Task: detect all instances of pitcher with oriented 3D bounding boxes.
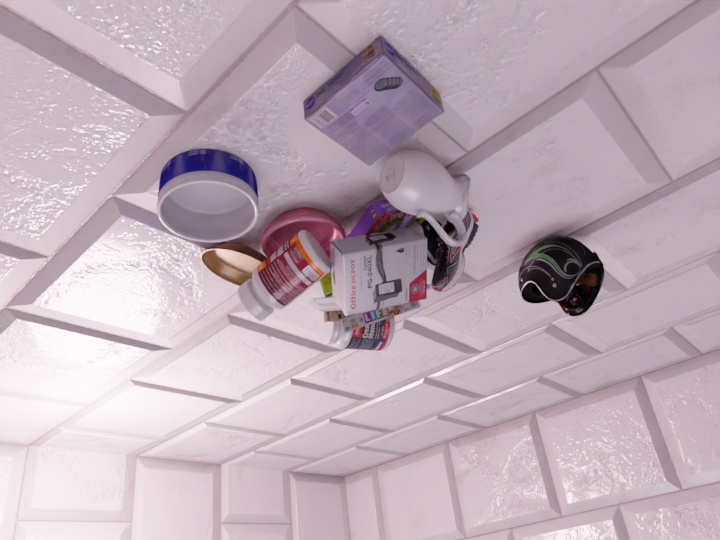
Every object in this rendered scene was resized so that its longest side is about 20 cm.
[{"bbox_3d":[0.139,-0.145,1.174,0.196,0.176,0.120,15,149,-36],"label":"pitcher"}]

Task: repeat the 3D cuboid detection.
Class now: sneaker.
[{"bbox_3d":[0.172,-0.076,1.398,0.082,0.072,0.199,-41,153,10],"label":"sneaker"},{"bbox_3d":[0.207,-0.050,1.366,0.074,0.205,0.080,20,178,-38],"label":"sneaker"}]

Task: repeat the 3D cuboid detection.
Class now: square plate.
[{"bbox_3d":[-0.026,0.078,1.416,0.192,0.029,0.200,-5,174,-8],"label":"square plate"}]

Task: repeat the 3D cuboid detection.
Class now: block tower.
[{"bbox_3d":[-0.001,0.107,1.568,0.194,0.060,0.054,-4,174,-13],"label":"block tower"}]

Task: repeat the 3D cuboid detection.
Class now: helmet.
[{"bbox_3d":[0.512,0.011,1.513,0.196,0.190,0.205,-18,124,-29],"label":"helmet"}]

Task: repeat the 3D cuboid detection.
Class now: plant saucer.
[{"bbox_3d":[-0.280,-0.014,1.377,0.194,0.036,0.202,13,154,6],"label":"plant saucer"},{"bbox_3d":[-0.132,-0.079,1.337,0.194,0.052,0.202,-6,149,-3],"label":"plant saucer"}]

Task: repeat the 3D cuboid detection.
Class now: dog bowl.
[{"bbox_3d":[-0.302,-0.145,1.155,0.194,0.081,0.202,-6,149,-4],"label":"dog bowl"}]

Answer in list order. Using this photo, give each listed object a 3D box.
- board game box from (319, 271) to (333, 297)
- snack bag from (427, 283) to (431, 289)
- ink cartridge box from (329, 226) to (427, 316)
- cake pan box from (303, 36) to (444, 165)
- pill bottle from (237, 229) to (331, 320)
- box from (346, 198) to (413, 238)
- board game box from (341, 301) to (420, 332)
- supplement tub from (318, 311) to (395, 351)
[{"bbox_3d":[0.000,0.000,1.351,0.195,0.049,0.102,-23,175,-6],"label":"board game box"},{"bbox_3d":[0.074,0.053,1.495,0.182,0.022,0.200,-3,173,-6],"label":"snack bag"},{"bbox_3d":[0.040,0.001,1.247,0.194,0.083,0.149,-11,117,-17],"label":"ink cartridge box"},{"bbox_3d":[0.021,-0.287,1.028,0.198,0.054,0.182,-31,141,32],"label":"cake pan box"},{"bbox_3d":[-0.168,0.014,1.269,0.198,0.111,0.109,-37,144,9],"label":"pill bottle"},{"bbox_3d":[0.040,-0.093,1.317,0.135,0.040,0.201,-20,160,-36],"label":"box"},{"bbox_3d":[0.052,0.106,1.458,0.195,0.035,0.134,-19,176,1],"label":"board game box"},{"bbox_3d":[-0.011,0.155,1.671,0.195,0.144,0.141,7,147,-25],"label":"supplement tub"}]
